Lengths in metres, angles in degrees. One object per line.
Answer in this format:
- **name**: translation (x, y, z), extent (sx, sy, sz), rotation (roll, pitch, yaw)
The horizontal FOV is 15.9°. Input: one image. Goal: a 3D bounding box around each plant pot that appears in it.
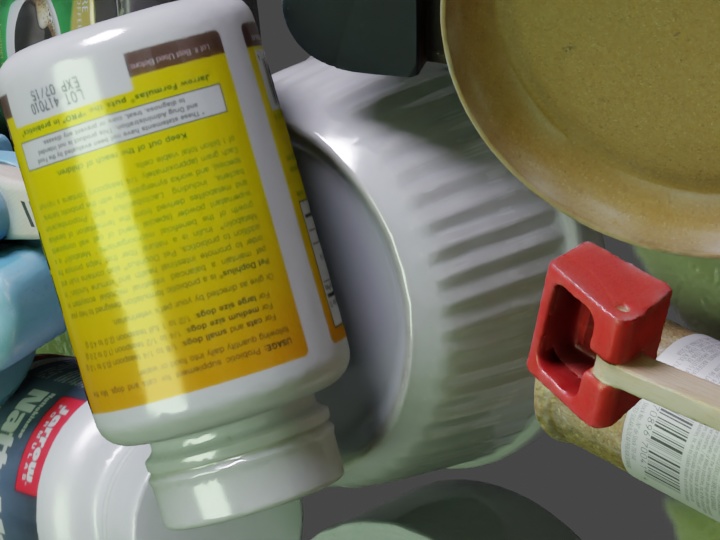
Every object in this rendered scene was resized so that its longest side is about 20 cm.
- **plant pot**: translation (0.129, -0.092, 0.958), extent (0.198, 0.028, 0.201), rotation (8, 129, 10)

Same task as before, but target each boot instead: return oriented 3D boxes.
- **boot**: translation (0.076, -0.115, 1.039), extent (0.198, 0.097, 0.075), rotation (14, 127, 7)

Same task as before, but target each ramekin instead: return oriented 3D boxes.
- **ramekin**: translation (0.000, 0.000, 1.125), extent (0.199, 0.105, 0.202), rotation (18, 116, 40)

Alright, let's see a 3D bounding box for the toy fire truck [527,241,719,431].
- **toy fire truck**: translation (0.176, 0.043, 0.933), extent (0.199, 0.141, 0.049), rotation (32, 127, 32)

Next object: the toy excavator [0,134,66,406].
- **toy excavator**: translation (-0.159, -0.020, 1.186), extent (0.199, 0.100, 0.196), rotation (6, 114, 31)

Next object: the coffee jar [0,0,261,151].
- **coffee jar**: translation (-0.134, -0.108, 1.236), extent (0.199, 0.085, 0.105), rotation (1, 99, 45)

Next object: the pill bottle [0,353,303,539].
- **pill bottle**: translation (-0.115, 0.107, 1.238), extent (0.199, 0.119, 0.121), rotation (6, 108, 58)

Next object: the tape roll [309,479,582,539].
- **tape roll**: translation (0.045, 0.201, 1.177), extent (0.199, 0.066, 0.202), rotation (18, 115, 41)

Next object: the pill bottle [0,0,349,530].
- **pill bottle**: translation (-0.070, -0.002, 1.039), extent (0.109, 0.109, 0.202), rotation (-14, 93, 46)

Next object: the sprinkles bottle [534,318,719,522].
- **sprinkles bottle**: translation (0.162, 0.073, 1.013), extent (0.199, 0.068, 0.069), rotation (27, 121, 37)
